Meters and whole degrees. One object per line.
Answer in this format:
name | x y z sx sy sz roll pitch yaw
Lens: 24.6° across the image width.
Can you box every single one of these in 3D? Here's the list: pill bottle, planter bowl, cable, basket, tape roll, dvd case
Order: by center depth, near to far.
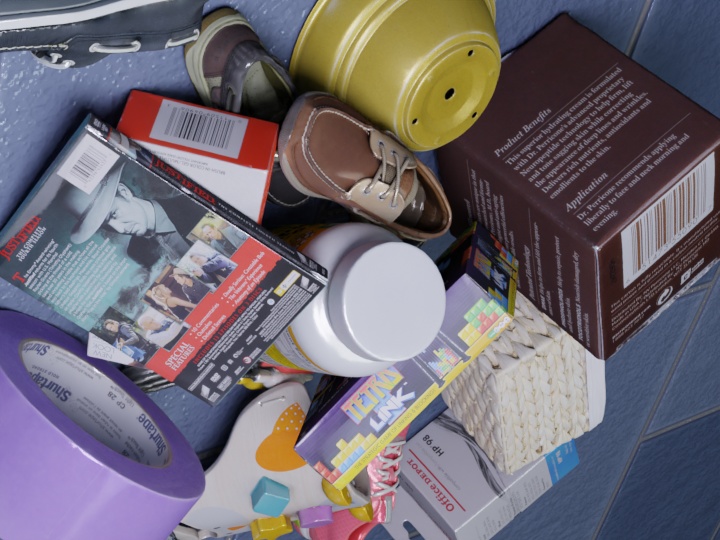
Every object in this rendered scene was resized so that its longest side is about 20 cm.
dvd case | -0.142 -0.002 1.143 0.199 0.022 0.146 32 121 -19
tape roll | -0.212 0.125 1.173 0.085 0.200 0.200 -49 147 8
pill bottle | -0.019 0.021 1.237 0.111 0.199 0.114 0 91 -26
planter bowl | 0.047 -0.154 1.265 0.199 0.083 0.202 -28 143 -24
cable | -0.102 0.083 1.366 0.097 0.051 0.199 -22 172 41
basket | 0.148 0.080 1.584 0.123 0.136 0.201 -30 144 -15

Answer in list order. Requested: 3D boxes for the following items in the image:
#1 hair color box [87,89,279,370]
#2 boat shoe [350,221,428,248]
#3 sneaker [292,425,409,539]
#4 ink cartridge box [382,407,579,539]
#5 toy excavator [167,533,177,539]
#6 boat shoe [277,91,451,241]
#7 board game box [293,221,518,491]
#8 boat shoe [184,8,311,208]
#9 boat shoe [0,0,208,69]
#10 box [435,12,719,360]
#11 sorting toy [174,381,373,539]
hair color box | -0.129 -0.019 1.185 0.109 0.064 0.202 12 129 -2
boat shoe | 0.000 -0.002 1.391 0.198 0.066 0.075 -22 141 -31
sneaker | 0.014 0.199 1.602 0.073 0.087 0.201 2 124 -49
ink cartridge box | 0.112 0.207 1.691 0.199 0.116 0.067 -38 146 -12
toy excavator | -0.173 0.269 1.328 0.100 0.200 0.195 -38 118 -8
boat shoe | 0.010 -0.073 1.207 0.200 0.071 0.077 29 79 -58
board game box | 0.039 0.065 1.333 0.200 0.057 0.165 -46 -175 15
boat shoe | -0.070 -0.102 1.205 0.071 0.066 0.202 -35 143 -9
boat shoe | -0.173 -0.155 1.031 0.198 0.076 0.061 -17 132 -36
box | 0.189 -0.071 1.395 0.165 0.200 0.165 -38 147 -16
sorting toy | -0.092 0.196 1.470 0.178 0.108 0.200 -23 160 6
